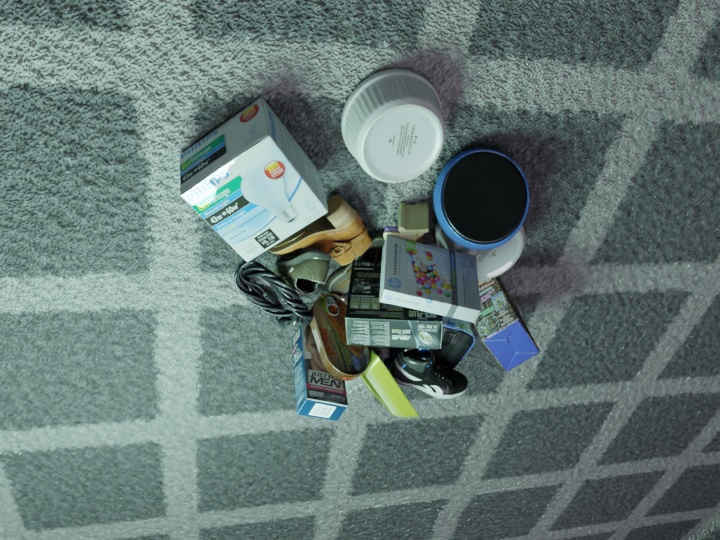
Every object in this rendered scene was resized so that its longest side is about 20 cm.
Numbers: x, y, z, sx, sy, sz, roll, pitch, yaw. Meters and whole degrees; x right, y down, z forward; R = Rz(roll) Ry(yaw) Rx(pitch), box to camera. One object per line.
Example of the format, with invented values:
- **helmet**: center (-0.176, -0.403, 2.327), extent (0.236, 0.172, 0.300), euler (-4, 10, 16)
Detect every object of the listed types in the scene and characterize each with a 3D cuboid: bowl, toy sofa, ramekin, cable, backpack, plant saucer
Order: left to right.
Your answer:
- **cable**: center (-0.187, 0.056, 1.346), extent (0.051, 0.161, 0.201), euler (-54, 131, -24)
- **plant saucer**: center (0.033, 0.251, 1.485), extent (0.048, 0.199, 0.202), euler (-38, 116, -10)
- **ramekin**: center (0.066, -0.256, 1.162), extent (0.196, 0.095, 0.206), euler (-8, 133, -9)
- **toy sofa**: center (0.103, -0.043, 1.374), extent (0.095, 0.084, 0.203), euler (0, 134, 8)
- **backpack**: center (0.170, 0.149, 1.522), extent (0.179, 0.150, 0.201), euler (15, 138, -20)
- **bowl**: center (0.245, -0.144, 1.268), extent (0.194, 0.039, 0.207), euler (0, 90, -3)
- **ramekin**: center (0.268, -0.069, 1.383), extent (0.196, 0.095, 0.206), euler (-9, 134, -9)

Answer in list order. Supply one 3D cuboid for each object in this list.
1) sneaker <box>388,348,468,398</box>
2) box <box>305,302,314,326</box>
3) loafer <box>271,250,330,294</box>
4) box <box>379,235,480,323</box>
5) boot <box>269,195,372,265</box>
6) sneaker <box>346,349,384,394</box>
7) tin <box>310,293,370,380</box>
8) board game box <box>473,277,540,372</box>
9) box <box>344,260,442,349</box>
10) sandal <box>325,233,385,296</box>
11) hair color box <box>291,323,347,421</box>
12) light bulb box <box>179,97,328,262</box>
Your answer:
- **sneaker**: center (0.170, 0.227, 1.441), extent (0.194, 0.074, 0.113), euler (12, 137, -11)
- **box**: center (-0.093, 0.170, 1.522), extent (0.080, 0.069, 0.203), euler (-9, 134, -7)
- **loafer**: center (-0.130, 0.015, 1.320), extent (0.074, 0.072, 0.199), euler (9, 161, -30)
- **box**: center (0.138, 0.015, 1.259), extent (0.194, 0.158, 0.042), euler (12, 134, -5)
- **boot**: center (-0.079, -0.056, 1.321), extent (0.196, 0.075, 0.155), euler (-25, 141, 15)
- **sneaker**: center (-0.028, 0.252, 1.624), extent (0.195, 0.075, 0.118), euler (-22, 131, -11)
- **tin**: center (-0.049, 0.146, 1.390), extent (0.110, 0.204, 0.042), euler (2, 145, -35)
- **board game box**: center (0.321, 0.105, 1.494), extent (0.096, 0.203, 0.160), euler (-31, 134, 13)
- **box**: center (0.073, 0.068, 1.312), extent (0.194, 0.166, 0.088), euler (1, 135, 5)
- **sandal**: center (0.000, 0.000, 1.404), extent (0.199, 0.055, 0.081), euler (-39, 130, 20)
- **hair color box**: center (-0.092, 0.219, 1.379), extent (0.098, 0.203, 0.061), euler (15, 130, -25)
- **light bulb box**: center (-0.193, -0.160, 1.151), extent (0.195, 0.127, 0.200), euler (-30, 134, 12)
